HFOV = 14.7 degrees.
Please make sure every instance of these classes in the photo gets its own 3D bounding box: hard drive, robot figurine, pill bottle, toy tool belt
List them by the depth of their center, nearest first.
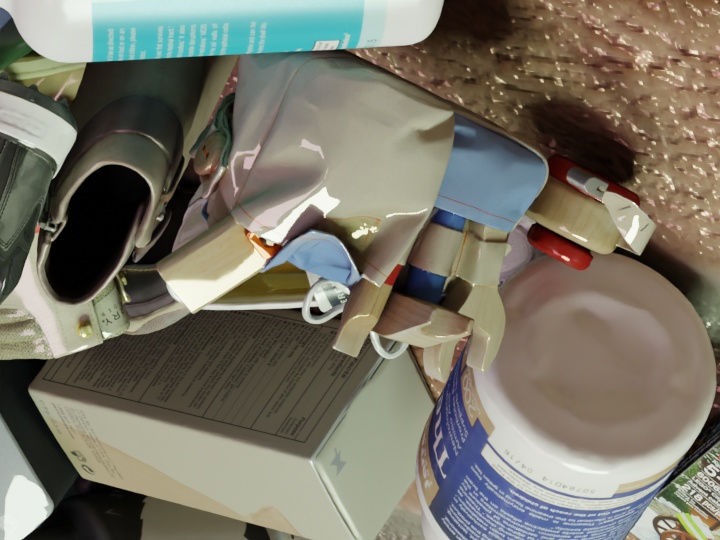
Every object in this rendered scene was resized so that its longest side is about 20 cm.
[{"bbox_3d":[-0.070,-0.138,1.090,0.199,0.111,0.111,-4,146,-7],"label":"pill bottle"},{"bbox_3d":[0.016,-0.013,1.180,0.199,0.123,0.125,23,-174,-33],"label":"toy tool belt"},{"bbox_3d":[0.087,0.081,1.306,0.111,0.111,0.200,33,152,6],"label":"pill bottle"},{"bbox_3d":[-0.208,0.037,1.523,0.042,0.135,0.201,-22,105,22],"label":"hard drive"},{"bbox_3d":[-0.110,0.184,1.578,0.125,0.199,0.151,0,89,58],"label":"robot figurine"}]

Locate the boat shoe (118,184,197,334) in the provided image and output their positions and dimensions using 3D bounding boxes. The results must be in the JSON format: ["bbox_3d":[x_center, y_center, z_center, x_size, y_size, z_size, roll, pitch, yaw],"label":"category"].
[{"bbox_3d":[-0.125,-0.013,1.437,0.200,0.075,0.073,-15,120,49],"label":"boat shoe"}]

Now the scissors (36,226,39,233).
[{"bbox_3d":[-0.198,-0.012,1.337,0.073,0.014,0.200,38,121,-5],"label":"scissors"}]

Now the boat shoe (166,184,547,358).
[{"bbox_3d":[-0.002,-0.004,1.280,0.201,0.086,0.075,1,134,25],"label":"boat shoe"}]

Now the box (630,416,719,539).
[{"bbox_3d":[0.234,0.144,1.315,0.200,0.038,0.137,37,150,0],"label":"box"}]

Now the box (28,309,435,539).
[{"bbox_3d":[-0.066,0.073,1.474,0.199,0.095,0.078,12,143,37],"label":"box"}]

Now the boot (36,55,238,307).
[{"bbox_3d":[-0.085,-0.084,1.182,0.070,0.147,0.201,19,129,-4],"label":"boot"}]

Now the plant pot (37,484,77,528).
[{"bbox_3d":[-0.222,0.180,1.690,0.200,0.161,0.201,38,161,16],"label":"plant pot"}]

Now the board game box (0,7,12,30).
[{"bbox_3d":[-0.175,-0.180,1.139,0.036,0.200,0.151,-7,129,48],"label":"board game box"}]

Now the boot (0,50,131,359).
[{"bbox_3d":[-0.139,-0.042,1.348,0.199,0.072,0.155,-16,108,26],"label":"boot"}]

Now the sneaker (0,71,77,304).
[{"bbox_3d":[-0.177,-0.018,1.184,0.066,0.091,0.200,22,163,-16],"label":"sneaker"}]

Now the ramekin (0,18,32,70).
[{"bbox_3d":[-0.208,-0.164,1.208,0.097,0.200,0.200,-16,122,45],"label":"ramekin"}]
